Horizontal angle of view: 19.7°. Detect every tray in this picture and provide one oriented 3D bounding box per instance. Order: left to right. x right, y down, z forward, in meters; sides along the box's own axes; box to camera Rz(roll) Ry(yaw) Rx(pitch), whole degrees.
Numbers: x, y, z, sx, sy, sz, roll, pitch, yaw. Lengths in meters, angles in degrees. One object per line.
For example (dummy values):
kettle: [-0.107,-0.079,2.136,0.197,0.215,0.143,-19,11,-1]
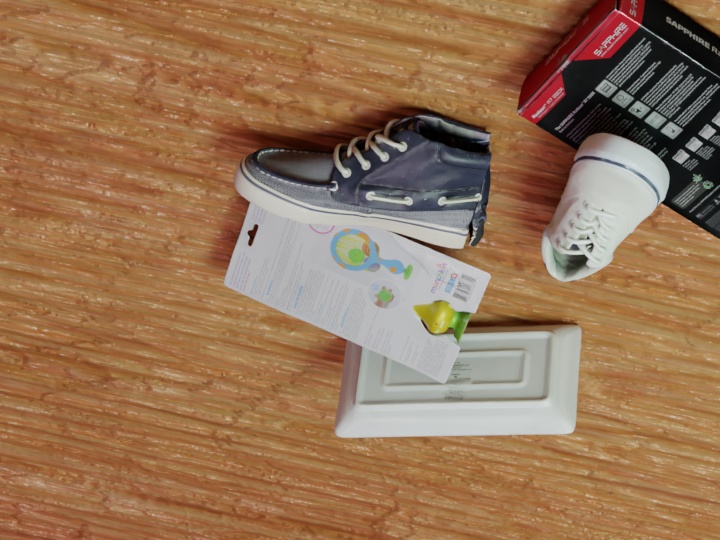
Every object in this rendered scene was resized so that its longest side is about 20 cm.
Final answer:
tray: [0.079,0.086,1.702,0.199,0.108,0.022,-2,143,13]

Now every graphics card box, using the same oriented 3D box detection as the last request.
graphics card box: [0.231,-0.116,1.525,0.200,0.051,0.125,30,131,-15]

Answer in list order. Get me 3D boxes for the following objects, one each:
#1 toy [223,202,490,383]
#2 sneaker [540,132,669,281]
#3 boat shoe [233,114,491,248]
toy: [0.000,0.000,1.675,0.200,0.047,0.115,26,124,7]
sneaker: [0.178,-0.039,1.533,0.073,0.071,0.200,23,163,6]
boat shoe: [0.008,-0.084,1.594,0.199,0.075,0.093,10,127,-8]
